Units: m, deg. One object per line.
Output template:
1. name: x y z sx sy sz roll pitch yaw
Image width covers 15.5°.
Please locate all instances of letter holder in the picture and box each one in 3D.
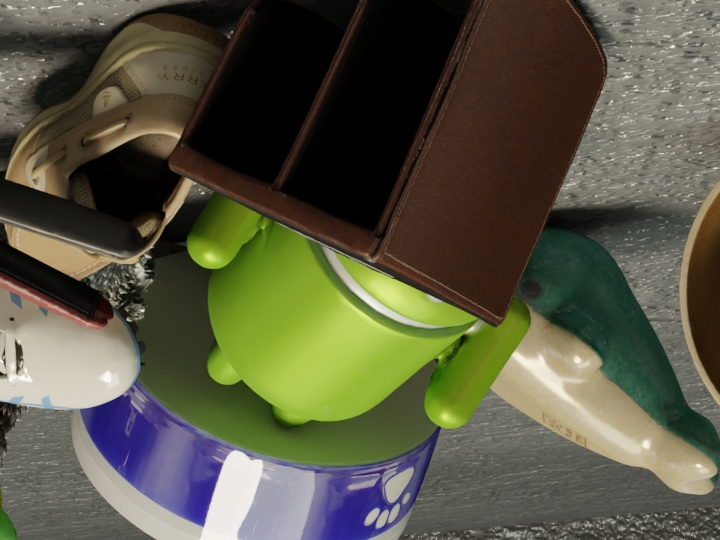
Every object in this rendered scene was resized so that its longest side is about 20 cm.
1. letter holder: 0.022 -0.071 1.144 0.100 0.143 0.200 25 180 20

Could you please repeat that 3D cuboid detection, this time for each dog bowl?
1. dog bowl: -0.056 0.076 1.471 0.199 0.200 0.079 1 125 -29

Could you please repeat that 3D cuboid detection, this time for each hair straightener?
1. hair straightener: -0.181 -0.052 1.116 0.200 0.077 0.041 27 -163 -2

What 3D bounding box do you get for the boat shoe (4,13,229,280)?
1. boat shoe: -0.116 -0.038 1.174 0.071 0.065 0.200 18 147 -16

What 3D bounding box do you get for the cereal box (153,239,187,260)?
1. cereal box: -0.207 0.003 1.506 0.143 0.040 0.200 -11 167 27

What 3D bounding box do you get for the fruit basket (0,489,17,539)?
1. fruit basket: -0.307 0.124 1.761 0.215 0.156 0.216 8 176 0

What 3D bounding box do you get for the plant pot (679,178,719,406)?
1. plant pot: 0.287 0.004 1.456 0.186 0.187 0.200 -9 -178 19

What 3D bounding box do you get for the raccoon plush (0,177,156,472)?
1. raccoon plush: -0.154 0.029 1.318 0.096 0.201 0.134 12 177 -7

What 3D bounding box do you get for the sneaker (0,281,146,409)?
1. sneaker: -0.199 0.033 1.267 0.199 0.072 0.072 10 -156 19

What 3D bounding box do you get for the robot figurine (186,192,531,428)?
1. robot figurine: 0.000 0.000 1.339 0.175 0.116 0.200 36 135 -13

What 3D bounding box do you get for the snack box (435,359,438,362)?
1. snack box: -0.041 0.045 1.639 0.199 0.037 0.116 15 169 4

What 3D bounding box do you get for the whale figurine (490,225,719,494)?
1. whale figurine: 0.144 0.050 1.585 0.200 0.104 0.159 36 170 15
